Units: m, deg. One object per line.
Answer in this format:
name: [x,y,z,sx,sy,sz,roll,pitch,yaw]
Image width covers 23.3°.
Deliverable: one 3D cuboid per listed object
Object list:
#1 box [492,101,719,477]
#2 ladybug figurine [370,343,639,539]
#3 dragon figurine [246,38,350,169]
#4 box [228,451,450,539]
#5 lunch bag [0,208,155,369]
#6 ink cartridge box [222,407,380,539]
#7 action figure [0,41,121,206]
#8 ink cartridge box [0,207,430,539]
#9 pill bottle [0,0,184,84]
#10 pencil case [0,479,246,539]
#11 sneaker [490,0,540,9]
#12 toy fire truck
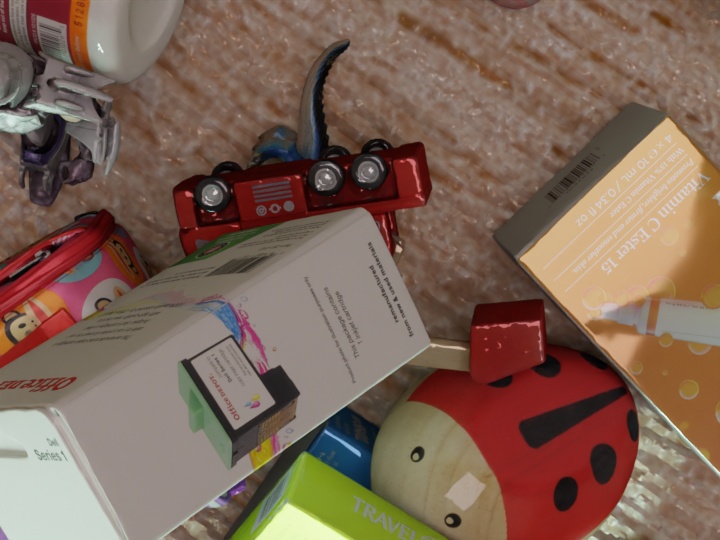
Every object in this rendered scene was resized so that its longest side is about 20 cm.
box: [0.196,0.014,1.057,0.124,0.097,0.200,-44,100,4]
ladybug figurine: [0.097,0.103,1.036,0.200,0.072,0.136,-25,77,-38]
dragon figurine: [-0.028,-0.036,1.053,0.099,0.059,0.200,29,97,-8]
box: [0.019,0.198,0.988,0.200,0.048,0.122,32,129,-8]
lunch bag: [-0.211,0.050,0.995,0.200,0.176,0.082,-34,100,2]
ink cartridge box: [0.020,0.196,1.082,0.200,0.084,0.146,33,95,-7]
action figure: [-0.193,-0.087,0.961,0.130,0.200,0.070,25,84,-5]
ink cartridge box: [-0.089,0.054,0.874,0.200,0.145,0.084,-33,104,-32]
pill bottle: [-0.203,-0.183,0.971,0.199,0.110,0.110,19,98,12]
pencil case: [-0.173,0.134,0.995,0.199,0.084,0.086,-23,124,8]
sneaker: [0.055,-0.239,1.003,0.075,0.105,0.200,-34,99,4]
toy fire truck: [0.000,0.000,0.997,0.199,0.049,0.142,-8,103,9]
